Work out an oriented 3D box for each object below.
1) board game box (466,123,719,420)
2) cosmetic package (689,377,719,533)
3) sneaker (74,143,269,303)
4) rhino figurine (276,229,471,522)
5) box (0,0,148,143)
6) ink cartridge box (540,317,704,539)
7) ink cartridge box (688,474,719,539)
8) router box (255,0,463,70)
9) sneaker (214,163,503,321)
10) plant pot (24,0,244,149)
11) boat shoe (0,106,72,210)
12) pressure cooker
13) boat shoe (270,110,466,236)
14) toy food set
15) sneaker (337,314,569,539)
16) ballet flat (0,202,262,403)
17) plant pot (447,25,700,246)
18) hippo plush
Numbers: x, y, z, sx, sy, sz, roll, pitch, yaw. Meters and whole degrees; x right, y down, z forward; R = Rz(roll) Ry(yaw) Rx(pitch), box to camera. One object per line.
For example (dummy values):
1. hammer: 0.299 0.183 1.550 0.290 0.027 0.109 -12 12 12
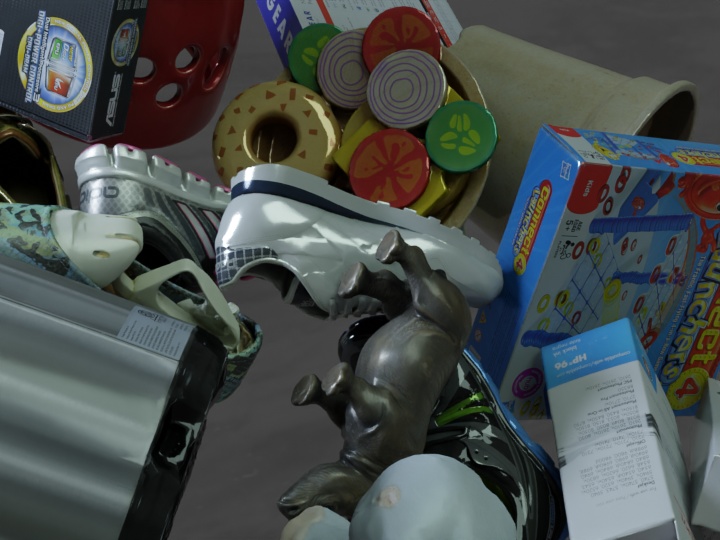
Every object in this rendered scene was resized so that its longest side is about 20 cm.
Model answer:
1. board game box: 0.187 0.008 0.867 0.193 0.203 0.056 2 29 -27
2. cosmetic package: 0.263 0.126 0.813 0.081 0.051 0.200 16 12 11
3. sneaker: -0.106 -0.010 0.827 0.198 0.073 0.089 22 66 -32
4. rhino figurine: 0.007 0.084 0.745 0.087 0.060 0.203 29 77 -25
5. box: -0.211 -0.206 0.800 0.158 0.203 0.044 23 21 18
6. ink cartridge box: 0.173 0.147 0.778 0.117 0.067 0.202 56 22 -38
7. ink cartridge box: 0.332 0.226 0.846 0.197 0.045 0.178 10 43 -20
8. router box: -0.001 -0.237 1.134 0.177 0.049 0.202 1 47 -28
9. sneaker: 0.000 0.000 0.806 0.197 0.076 0.082 16 66 -15
10. plant pot: -0.176 -0.220 0.920 0.197 0.184 0.202 15 44 -15
11. boat shoe: -0.232 -0.072 0.820 0.071 0.068 0.201 -12 53 -34
12. pressure cooker: -0.179 0.081 0.604 0.197 0.176 0.181 20 69 -5
13. boat shoe: -0.002 -0.071 0.959 0.199 0.072 0.062 38 -1 21
14. toy food set: 0.002 -0.095 0.904 0.200 0.198 0.049 46 1 22
15. sneaker: 0.055 0.106 0.795 0.200 0.071 0.082 49 38 18
16. ballet flat: -0.136 0.006 0.735 0.199 0.074 0.075 38 31 -34
17. plant pot: 0.140 -0.097 0.980 0.182 0.203 0.200 33 39 23
18. hippo plush: 0.011 0.183 0.609 0.157 0.162 0.202 -1 53 -20
